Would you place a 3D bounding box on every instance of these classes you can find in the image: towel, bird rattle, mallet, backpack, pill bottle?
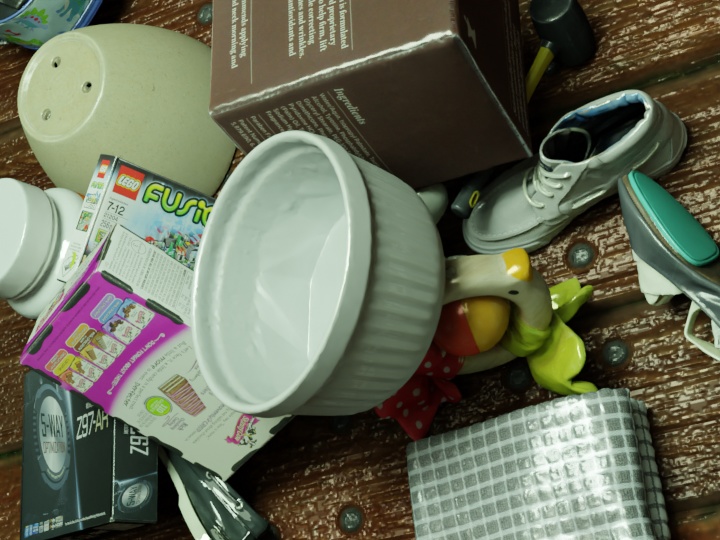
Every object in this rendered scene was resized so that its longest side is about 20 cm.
[{"bbox_3d":[0.127,0.189,1.110,0.198,0.085,0.168,-19,68,25],"label":"towel"},{"bbox_3d":[0.079,0.041,1.135,0.197,0.164,0.114,-8,53,14],"label":"bird rattle"},{"bbox_3d":[0.130,-0.126,1.192,0.041,0.066,0.202,20,82,37],"label":"mallet"},{"bbox_3d":[-0.326,-0.308,1.465,0.199,0.147,0.185,24,88,36],"label":"backpack"},{"bbox_3d":[-0.239,-0.004,1.294,0.113,0.199,0.116,-16,64,37],"label":"pill bottle"}]

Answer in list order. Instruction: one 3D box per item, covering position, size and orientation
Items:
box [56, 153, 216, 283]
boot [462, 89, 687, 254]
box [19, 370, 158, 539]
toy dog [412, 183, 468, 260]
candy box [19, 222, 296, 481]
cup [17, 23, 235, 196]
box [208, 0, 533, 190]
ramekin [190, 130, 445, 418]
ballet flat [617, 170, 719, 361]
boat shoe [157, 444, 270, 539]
[{"bbox_3d":[-0.146,-0.011,1.255,0.035,0.198,0.111,13,83,56],"label":"box"},{"bbox_3d":[0.151,-0.080,1.160,0.199,0.095,0.074,-30,64,20],"label":"boot"},{"bbox_3d":[-0.239,0.152,1.306,0.199,0.043,0.163,-22,64,52],"label":"box"},{"bbox_3d":[0.000,0.000,1.229,0.199,0.132,0.097,-35,31,9],"label":"toy dog"},{"bbox_3d":[-0.148,0.068,1.178,0.136,0.199,0.061,-42,22,37],"label":"candy box"},{"bbox_3d":[-0.230,-0.144,1.370,0.198,0.143,0.203,-8,74,28],"label":"cup"},{"bbox_3d":[0.008,-0.167,1.129,0.198,0.164,0.168,-14,56,21],"label":"box"},{"bbox_3d":[-0.028,0.011,1.073,0.199,0.104,0.203,-23,60,48],"label":"ramekin"},{"bbox_3d":[0.248,0.014,1.095,0.073,0.073,0.200,-48,68,10],"label":"ballet flat"},{"bbox_3d":[-0.134,0.159,1.276,0.066,0.075,0.200,-33,51,2],"label":"boat shoe"}]
